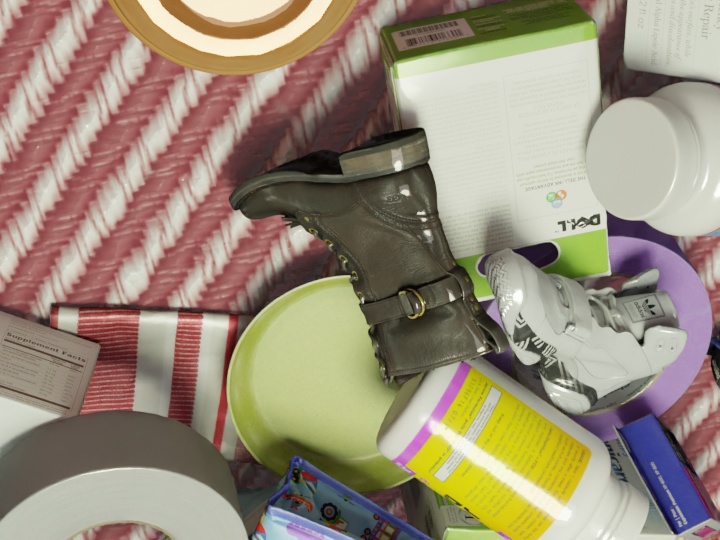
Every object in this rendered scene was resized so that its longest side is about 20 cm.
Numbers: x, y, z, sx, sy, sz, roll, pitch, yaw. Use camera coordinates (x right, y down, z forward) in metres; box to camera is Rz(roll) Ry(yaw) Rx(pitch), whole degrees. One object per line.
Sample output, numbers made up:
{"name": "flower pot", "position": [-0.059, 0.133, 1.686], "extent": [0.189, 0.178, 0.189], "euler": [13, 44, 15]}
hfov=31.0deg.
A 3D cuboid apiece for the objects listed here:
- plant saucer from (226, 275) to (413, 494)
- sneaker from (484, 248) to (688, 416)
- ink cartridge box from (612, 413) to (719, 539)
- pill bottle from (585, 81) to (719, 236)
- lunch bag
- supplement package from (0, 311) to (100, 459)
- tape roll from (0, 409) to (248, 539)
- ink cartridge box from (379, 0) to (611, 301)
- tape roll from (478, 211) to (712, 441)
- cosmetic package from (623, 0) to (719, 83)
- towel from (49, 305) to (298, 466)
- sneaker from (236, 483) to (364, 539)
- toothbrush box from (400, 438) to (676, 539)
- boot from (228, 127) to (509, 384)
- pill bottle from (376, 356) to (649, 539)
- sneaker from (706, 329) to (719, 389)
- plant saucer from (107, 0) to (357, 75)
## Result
{"name": "plant saucer", "position": [-0.009, 0.089, 1.048], "extent": [0.197, 0.031, 0.203], "euler": [-1, 115, -3]}
{"name": "sneaker", "position": [0.168, 0.029, 0.950], "extent": [0.114, 0.076, 0.200], "euler": [-25, 141, 12]}
{"name": "ink cartridge box", "position": [0.258, 0.173, 1.076], "extent": [0.037, 0.095, 0.200], "euler": [-31, 159, 13]}
{"name": "pill bottle", "position": [0.259, -0.080, 0.937], "extent": [0.198, 0.109, 0.110], "euler": [-4, 126, -38]}
{"name": "lunch bag", "position": [-0.001, 0.267, 1.026], "extent": [0.198, 0.094, 0.152], "euler": [25, 109, 3]}
{"name": "supplement package", "position": [-0.310, 0.140, 1.005], "extent": [0.154, 0.111, 0.202], "euler": [19, 116, -10]}
{"name": "tape roll", "position": [-0.184, 0.201, 0.955], "extent": [0.197, 0.066, 0.202], "euler": [-8, 125, -11]}
{"name": "ink cartridge box", "position": [0.101, -0.086, 0.960], "extent": [0.146, 0.076, 0.202], "euler": [-11, 119, -2]}
{"name": "tape roll", "position": [0.182, 0.045, 1.065], "extent": [0.197, 0.066, 0.202], "euler": [-4, 122, -7]}
{"name": "cosmetic package", "position": [0.287, -0.181, 0.888], "extent": [0.198, 0.074, 0.103], "euler": [13, 125, 25]}
{"name": "towel", "position": [-0.156, 0.097, 1.066], "extent": [0.197, 0.023, 0.146], "euler": [4, 119, -11]}
{"name": "sneaker", "position": [-0.091, 0.209, 1.119], "extent": [0.198, 0.082, 0.075], "euler": [-26, 133, -22]}
{"name": "toothbrush box", "position": [0.146, 0.205, 1.107], "extent": [0.197, 0.146, 0.087], "euler": [5, 120, -11]}
{"name": "boot", "position": [0.000, 0.000, 0.930], "extent": [0.198, 0.069, 0.176], "euler": [-9, 104, 42]}
{"name": "pill bottle", "position": [0.117, 0.146, 0.986], "extent": [0.199, 0.104, 0.105], "euler": [34, 112, -2]}
{"name": "sneaker", "position": [0.337, 0.046, 1.081], "extent": [0.114, 0.081, 0.200], "euler": [-29, 122, 6]}
{"name": "plant saucer", "position": [-0.085, -0.223, 0.878], "extent": [0.197, 0.038, 0.202], "euler": [-4, 121, -6]}
